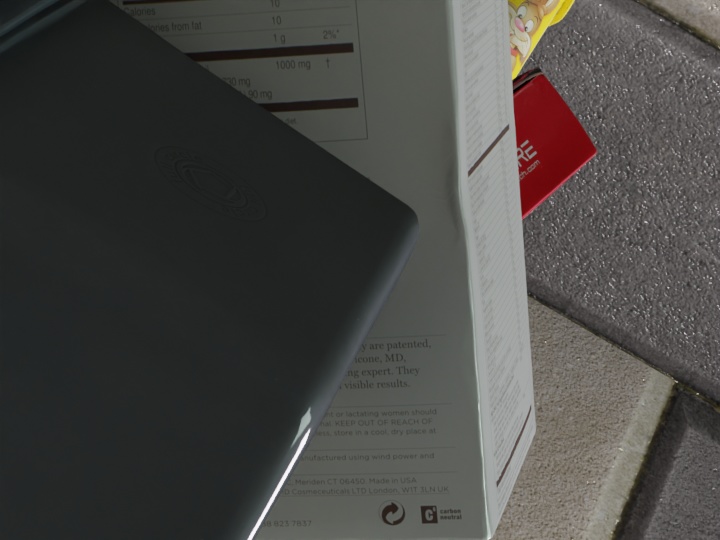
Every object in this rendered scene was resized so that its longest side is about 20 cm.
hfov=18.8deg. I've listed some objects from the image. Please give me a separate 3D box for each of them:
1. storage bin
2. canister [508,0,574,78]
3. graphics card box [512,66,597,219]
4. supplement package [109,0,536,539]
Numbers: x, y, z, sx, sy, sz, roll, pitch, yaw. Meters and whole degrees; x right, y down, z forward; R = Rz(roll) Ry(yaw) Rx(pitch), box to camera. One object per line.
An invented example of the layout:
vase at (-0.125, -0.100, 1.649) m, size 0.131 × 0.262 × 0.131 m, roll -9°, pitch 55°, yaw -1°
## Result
storage bin at (-0.073, 0.015, 0.553) m, size 0.146 × 0.134 × 0.200 m, roll -60°, pitch 179°, yaw 20°
canister at (0.033, -0.149, 1.286) m, size 0.200 × 0.148 × 0.087 m, roll -58°, pitch 179°, yaw -34°
graphics card box at (0.000, 0.000, 0.938) m, size 0.125 × 0.051 × 0.200 m, roll -40°, pitch -177°, yaw -43°
supplement package at (-0.009, -0.026, 0.699) m, size 0.114 × 0.109 × 0.201 m, roll -48°, pitch 134°, yaw -72°
